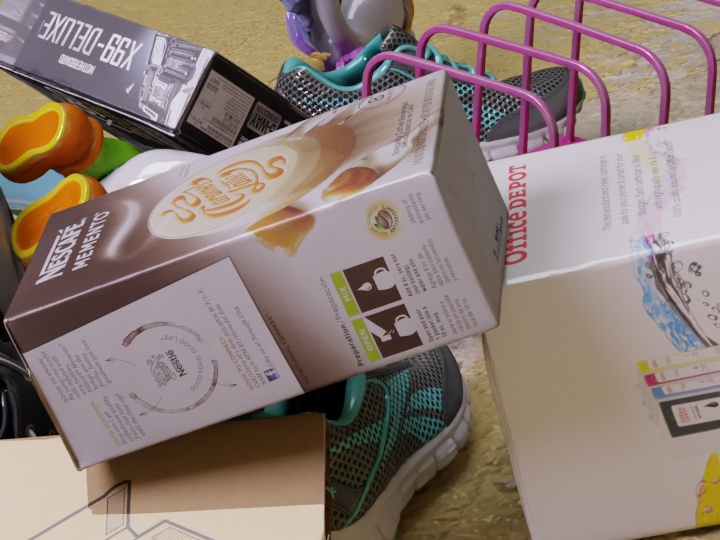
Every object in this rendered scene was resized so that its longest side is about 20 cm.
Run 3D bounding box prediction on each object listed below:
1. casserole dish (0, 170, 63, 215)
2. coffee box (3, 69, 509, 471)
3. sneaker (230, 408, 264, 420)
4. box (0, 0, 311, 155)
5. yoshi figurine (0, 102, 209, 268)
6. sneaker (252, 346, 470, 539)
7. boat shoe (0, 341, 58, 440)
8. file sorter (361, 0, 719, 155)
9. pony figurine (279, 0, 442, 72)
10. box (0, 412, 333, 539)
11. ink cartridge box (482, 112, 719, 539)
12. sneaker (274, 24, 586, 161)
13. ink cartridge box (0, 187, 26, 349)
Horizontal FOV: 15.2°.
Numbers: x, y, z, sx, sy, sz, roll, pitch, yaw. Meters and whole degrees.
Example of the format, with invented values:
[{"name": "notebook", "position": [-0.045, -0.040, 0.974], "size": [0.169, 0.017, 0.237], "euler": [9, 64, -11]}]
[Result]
[{"name": "casserole dish", "position": [-0.157, -0.040, 1.611], "size": [0.121, 0.039, 0.200], "euler": [20, -5, -22]}, {"name": "coffee box", "position": [-0.042, -0.001, 1.171], "size": [0.199, 0.080, 0.114], "euler": [-20, 22, 14]}, {"name": "sneaker", "position": [-0.067, 0.061, 1.339], "size": [0.074, 0.107, 0.200], "euler": [-10, 22, 12]}, {"name": "box", "position": [-0.086, -0.081, 1.456], "size": [0.157, 0.200, 0.050], "euler": [22, 85, 38]}, {"name": "yoshi figurine", "position": [-0.108, -0.008, 1.394], "size": [0.112, 0.113, 0.200], "euler": [21, -3, 46]}, {"name": "sneaker", "position": [-0.001, 0.065, 1.290], "size": [0.077, 0.092, 0.200], "euler": [-5, 24, 19]}, {"name": "boat shoe", "position": [-0.179, 0.073, 1.304], "size": [0.072, 0.200, 0.068], "euler": [-36, 38, 13]}, {"name": "file sorter", "position": [0.110, -0.076, 1.455], "size": [0.139, 0.126, 0.200], "euler": [20, 31, 36]}, {"name": "pony figurine", "position": [-0.005, -0.136, 1.695], "size": [0.166, 0.200, 0.193], "euler": [6, 46, 28]}, {"name": "box", "position": [-0.111, 0.144, 1.157], "size": [0.199, 0.021, 0.164], "euler": [-5, 56, 6]}, {"name": "ink cartridge box", "position": [0.161, 0.021, 1.238], "size": [0.199, 0.145, 0.147], "euler": [-11, 24, 9]}, {"name": "sneaker", "position": [0.038, -0.102, 1.581], "size": [0.199, 0.092, 0.078], "euler": [-15, 18, -17]}, {"name": "ink cartridge box", "position": [-0.241, 0.009, 1.353], "size": [0.145, 0.200, 0.084], "euler": [-19, 54, -3]}]
